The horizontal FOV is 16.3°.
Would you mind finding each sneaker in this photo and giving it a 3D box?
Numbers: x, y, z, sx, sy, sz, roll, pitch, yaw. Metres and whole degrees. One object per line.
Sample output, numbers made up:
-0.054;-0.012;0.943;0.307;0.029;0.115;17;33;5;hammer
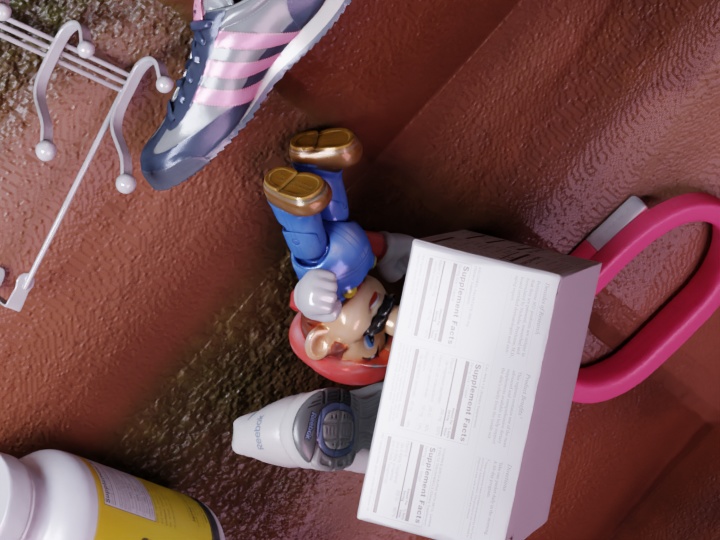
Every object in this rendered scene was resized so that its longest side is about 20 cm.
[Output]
-0.019;0.115;1.858;0.200;0.087;0.075;14;76;-58;sneaker
-0.091;-0.145;1.623;0.082;0.070;0.200;37;97;-26;sneaker

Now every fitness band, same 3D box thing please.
0.216;0.020;1.963;0.200;0.037;0.144;-44;136;4;fitness band

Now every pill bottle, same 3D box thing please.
-0.198;0.190;1.762;0.200;0.112;0.112;25;107;-43;pill bottle

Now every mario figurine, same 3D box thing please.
0.000;0.000;1.756;0.123;0.106;0.200;-28;132;-15;mario figurine

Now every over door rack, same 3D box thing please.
-0.223;-0.067;1.582;0.148;0.067;0.200;23;108;-42;over door rack

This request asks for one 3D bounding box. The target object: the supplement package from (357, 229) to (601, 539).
0.087;0.083;1.784;0.156;0.111;0.201;-14;116;-74;supplement package
